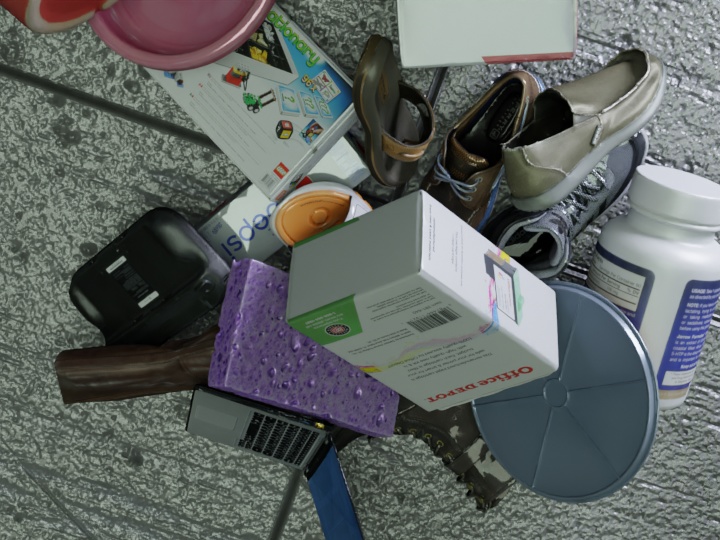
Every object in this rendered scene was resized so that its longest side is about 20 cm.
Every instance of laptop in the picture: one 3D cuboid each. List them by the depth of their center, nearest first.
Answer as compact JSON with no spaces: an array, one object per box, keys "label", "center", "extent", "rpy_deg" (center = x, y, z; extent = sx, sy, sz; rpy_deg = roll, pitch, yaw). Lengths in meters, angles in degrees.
[{"label":"laptop","center":[-0.079,0.206,1.354],"extent":[0.199,0.187,0.116],"rpy_deg":[18,70,-3]}]

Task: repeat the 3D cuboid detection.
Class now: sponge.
[{"label":"sponge","center":[-0.040,0.071,1.302],"extent":[0.199,0.030,0.112],"rpy_deg":[22,74,-40]}]

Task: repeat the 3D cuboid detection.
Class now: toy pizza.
[{"label":"toy pizza","center":[0.183,0.108,1.328],"extent":[0.199,0.032,0.201],"rpy_deg":[7,100,39]}]

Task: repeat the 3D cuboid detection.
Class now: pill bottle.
[{"label":"pill bottle","center":[0.266,0.013,1.345],"extent":[0.119,0.120,0.201],"rpy_deg":[14,108,-2]}]

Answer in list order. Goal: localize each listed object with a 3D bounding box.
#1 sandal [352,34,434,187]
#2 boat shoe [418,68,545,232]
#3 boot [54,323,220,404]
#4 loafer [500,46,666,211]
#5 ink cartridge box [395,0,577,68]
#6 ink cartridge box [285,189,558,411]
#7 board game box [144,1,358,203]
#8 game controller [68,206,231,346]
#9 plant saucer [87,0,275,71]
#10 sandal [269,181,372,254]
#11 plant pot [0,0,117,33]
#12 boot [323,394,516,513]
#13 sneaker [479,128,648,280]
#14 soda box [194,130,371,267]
[{"label":"sandal","center":[0.036,-0.134,1.285],"extent":[0.054,0.200,0.082],"rpy_deg":[10,64,14]},{"label":"boat shoe","center":[0.096,-0.097,1.340],"extent":[0.072,0.072,0.201],"rpy_deg":[30,96,16]},{"label":"boot","center":[-0.168,0.097,1.375],"extent":[0.199,0.186,0.065],"rpy_deg":[-13,67,14]},{"label":"loafer","center":[0.196,-0.137,1.300],"extent":[0.200,0.075,0.070],"rpy_deg":[-47,119,-24]},{"label":"ink cartridge box","center":[0.099,-0.258,1.247],"extent":[0.144,0.200,0.146],"rpy_deg":[-3,106,2]},{"label":"ink cartridge box","center":[0.056,0.032,1.261],"extent":[0.144,0.084,0.200],"rpy_deg":[-21,141,34]},{"label":"board game box","center":[-0.099,-0.174,1.316],"extent":[0.126,0.035,0.200],"rpy_deg":[-45,76,9]},{"label":"game controller","center":[-0.195,0.014,1.354],"extent":[0.200,0.042,0.105],"rpy_deg":[-32,95,45]},{"label":"plant saucer","center":[-0.152,-0.271,1.293],"extent":[0.199,0.051,0.202],"rpy_deg":[-2,84,18]},{"label":"sandal","center":[0.006,-0.005,1.341],"extent":[0.079,0.059,0.206],"rpy_deg":[-42,127,13]},{"label":"plant pot","center":[-0.268,-0.308,1.222],"extent":[0.200,0.200,0.178],"rpy_deg":[-39,83,10]},{"label":"boot","center":[0.073,0.164,1.417],"extent":[0.200,0.069,0.174],"rpy_deg":[-38,100,7]},{"label":"sneaker","center":[0.187,-0.055,1.338],"extent":[0.200,0.114,0.076],"rpy_deg":[-43,100,10]},{"label":"soda box","center":[-0.082,-0.058,1.365],"extent":[0.200,0.068,0.064],"rpy_deg":[-39,99,9]}]
